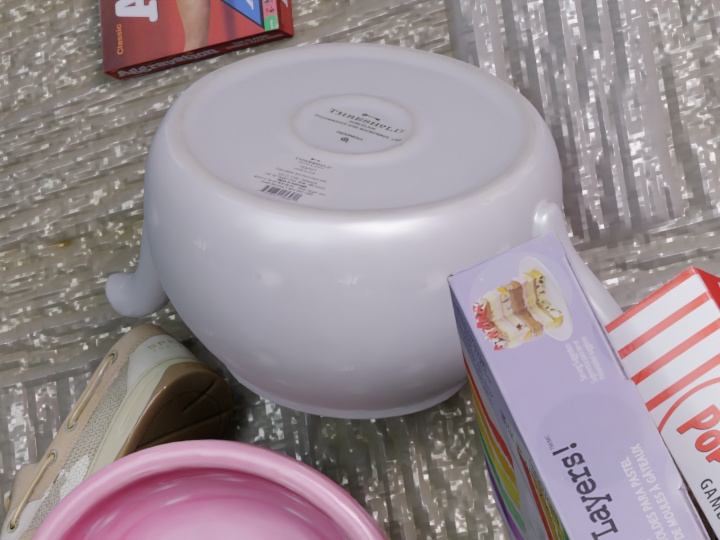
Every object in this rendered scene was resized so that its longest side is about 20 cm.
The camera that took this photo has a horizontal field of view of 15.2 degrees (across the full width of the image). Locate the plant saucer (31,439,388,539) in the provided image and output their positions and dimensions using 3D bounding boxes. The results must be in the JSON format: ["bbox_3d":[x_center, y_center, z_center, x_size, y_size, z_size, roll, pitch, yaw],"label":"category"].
[{"bbox_3d":[-0.064,0.177,1.225,0.199,0.051,0.202,0,90,13],"label":"plant saucer"}]

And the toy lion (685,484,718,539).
[{"bbox_3d":[0.142,0.219,1.115,0.192,0.068,0.201,-53,47,28],"label":"toy lion"}]

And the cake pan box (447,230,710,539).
[{"bbox_3d":[0.098,0.116,1.013,0.052,0.185,0.201,-22,58,-3],"label":"cake pan box"}]

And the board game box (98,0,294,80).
[{"bbox_3d":[-0.089,-0.203,1.347,0.102,0.019,0.202,-12,76,27],"label":"board game box"}]

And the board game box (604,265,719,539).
[{"bbox_3d":[0.181,0.087,1.046,0.046,0.200,0.152,-35,67,18],"label":"board game box"}]

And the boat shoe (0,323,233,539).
[{"bbox_3d":[-0.136,0.119,1.290,0.065,0.072,0.201,38,101,44],"label":"boat shoe"}]

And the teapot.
[{"bbox_3d":[0.000,0.000,1.193,0.200,0.196,0.147,-121,27,-56],"label":"teapot"}]
